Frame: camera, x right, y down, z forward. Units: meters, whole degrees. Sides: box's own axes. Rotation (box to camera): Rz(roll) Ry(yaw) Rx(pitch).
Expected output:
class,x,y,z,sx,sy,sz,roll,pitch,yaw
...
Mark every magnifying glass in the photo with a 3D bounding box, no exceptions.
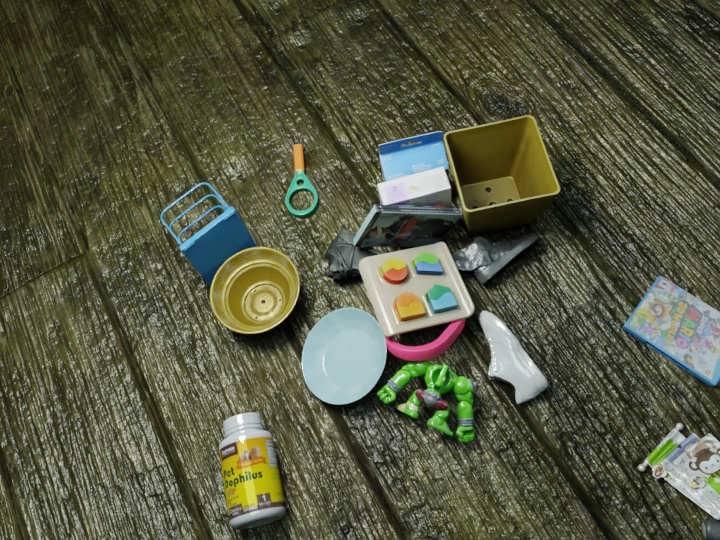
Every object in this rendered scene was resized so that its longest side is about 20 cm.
class,x,y,z,sx,sy,sz,roll,pitch,yaw
magnifying glass,-0.146,-0.220,1.567,0.079,0.022,0.202,-8,64,4

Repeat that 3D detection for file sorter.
class,x,y,z,sx,sy,sz,roll,pitch,yaw
file sorter,-0.332,-0.075,1.427,0.138,0.200,0.123,-39,64,-11

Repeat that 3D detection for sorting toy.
class,x,y,z,sx,sy,sz,roll,pitch,yaw
sorting toy,0.115,0.031,1.325,0.198,0.037,0.187,-14,61,-13

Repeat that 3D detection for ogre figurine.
class,x,y,z,sx,sy,sz,roll,pitch,yaw
ogre figurine,0.147,0.246,1.273,0.199,0.098,0.121,22,81,29

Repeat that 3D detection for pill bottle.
class,x,y,z,sx,sy,sz,roll,pitch,yaw
pill bottle,-0.213,0.386,1.247,0.108,0.109,0.202,-16,64,0

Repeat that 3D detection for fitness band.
class,x,y,z,sx,sy,sz,roll,pitch,yaw
fitness band,0.132,0.113,1.328,0.143,0.038,0.200,19,41,29

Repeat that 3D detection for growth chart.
class,x,y,z,sx,sy,sz,roll,pitch,yaw
growth chart,0.634,0.367,1.169,0.145,0.018,0.199,-45,50,-14

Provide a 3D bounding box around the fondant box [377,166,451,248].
class,x,y,z,sx,sy,sz,roll,pitch,yaw
fondant box,0.120,-0.131,1.391,0.143,0.200,0.059,-15,64,1

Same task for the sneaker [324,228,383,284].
class,x,y,z,sx,sy,sz,roll,pitch,yaw
sneaker,0.000,0.000,1.418,0.199,0.076,0.115,33,75,23

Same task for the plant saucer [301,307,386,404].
class,x,y,z,sx,sy,sz,roll,pitch,yaw
plant saucer,-0.029,0.180,1.338,0.199,0.039,0.203,-11,65,25

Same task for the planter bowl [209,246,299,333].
class,x,y,z,sx,sy,sz,roll,pitch,yaw
planter bowl,-0.223,0.056,1.415,0.198,0.084,0.203,-3,65,6

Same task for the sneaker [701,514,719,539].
class,x,y,z,sx,sy,sz,roll,pitch,yaw
sneaker,0.702,0.446,1.115,0.198,0.079,0.076,-5,66,7

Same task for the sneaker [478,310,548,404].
class,x,y,z,sx,sy,sz,roll,pitch,yaw
sneaker,0.287,0.175,1.304,0.088,0.075,0.201,-36,67,3

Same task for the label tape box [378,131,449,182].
class,x,y,z,sx,sy,sz,roll,pitch,yaw
label tape box,0.121,-0.214,1.429,0.142,0.200,0.067,-13,66,2

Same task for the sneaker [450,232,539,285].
class,x,y,z,sx,sy,sz,roll,pitch,yaw
sneaker,0.285,-0.045,1.407,0.199,0.060,0.104,-38,71,-6

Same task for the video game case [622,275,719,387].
class,x,y,z,sx,sy,sz,roll,pitch,yaw
video game case,0.659,0.119,1.304,0.199,0.018,0.143,36,74,21

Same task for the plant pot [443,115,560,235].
class,x,y,z,sx,sy,sz,roll,pitch,yaw
plant pot,0.296,-0.187,1.405,0.198,0.177,0.202,-11,64,0

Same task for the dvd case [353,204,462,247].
class,x,y,z,sx,sy,sz,roll,pitch,yaw
dvd case,0.098,-0.092,1.366,0.198,0.146,0.022,1,63,-21
